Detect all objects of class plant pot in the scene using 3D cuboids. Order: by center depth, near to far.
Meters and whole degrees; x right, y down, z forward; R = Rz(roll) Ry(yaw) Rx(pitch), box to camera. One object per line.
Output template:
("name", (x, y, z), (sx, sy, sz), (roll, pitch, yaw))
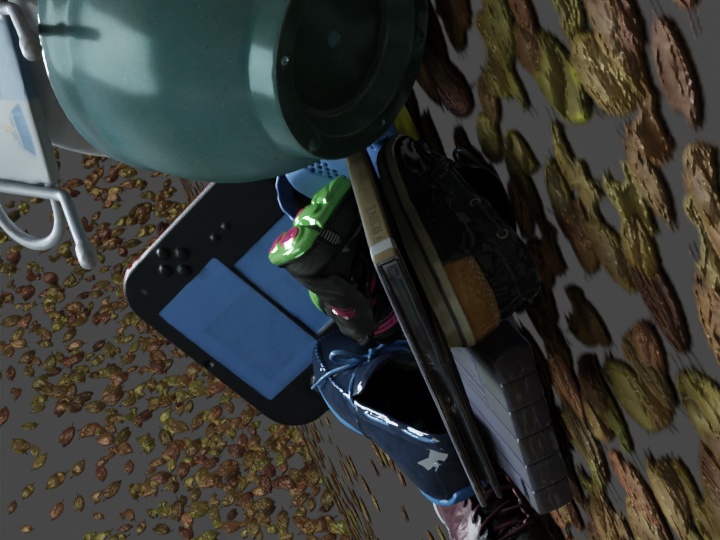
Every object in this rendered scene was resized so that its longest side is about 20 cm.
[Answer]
("plant pot", (-0.049, -0.132, 0.660), (0.133, 0.200, 0.202), (24, 145, 35))

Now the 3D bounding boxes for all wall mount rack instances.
("wall mount rack", (-0.205, -0.082, 0.695), (0.172, 0.075, 0.202), (9, 124, 30))

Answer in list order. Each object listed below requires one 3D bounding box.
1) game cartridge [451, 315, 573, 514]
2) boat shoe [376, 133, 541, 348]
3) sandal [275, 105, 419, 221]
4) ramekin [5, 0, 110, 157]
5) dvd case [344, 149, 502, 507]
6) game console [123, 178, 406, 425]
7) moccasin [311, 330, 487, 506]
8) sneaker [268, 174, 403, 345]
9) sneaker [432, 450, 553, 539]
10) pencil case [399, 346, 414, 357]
("game cartridge", (0.075, 0.057, 0.835), (0.200, 0.038, 0.131), (-129, 22, -60))
("boat shoe", (0.052, -0.026, 0.680), (0.200, 0.062, 0.075), (-107, -9, -64))
("sandal", (-0.012, -0.076, 0.835), (0.200, 0.086, 0.080), (101, 146, -71))
("ramekin", (-0.164, -0.159, 0.799), (0.201, 0.199, 0.098), (58, 138, 41))
("dvd case", (0.028, 0.015, 0.690), (0.200, 0.016, 0.150), (-105, -8, -65))
("game console", (-0.069, 0.023, 0.978), (0.200, 0.177, 0.031), (40, -148, -17))
("moccasin", (0.029, 0.084, 0.893), (0.200, 0.080, 0.069), (33, 146, 47))
("sneaker", (0.000, 0.000, 0.810), (0.084, 0.077, 0.200), (40, 177, 18))
("sneaker", (0.085, 0.161, 0.918), (0.200, 0.075, 0.117), (-133, 24, -65))
("pencil case", (-0.005, 0.033, 1.045), (0.085, 0.092, 0.202), (-131, 20, -61))
